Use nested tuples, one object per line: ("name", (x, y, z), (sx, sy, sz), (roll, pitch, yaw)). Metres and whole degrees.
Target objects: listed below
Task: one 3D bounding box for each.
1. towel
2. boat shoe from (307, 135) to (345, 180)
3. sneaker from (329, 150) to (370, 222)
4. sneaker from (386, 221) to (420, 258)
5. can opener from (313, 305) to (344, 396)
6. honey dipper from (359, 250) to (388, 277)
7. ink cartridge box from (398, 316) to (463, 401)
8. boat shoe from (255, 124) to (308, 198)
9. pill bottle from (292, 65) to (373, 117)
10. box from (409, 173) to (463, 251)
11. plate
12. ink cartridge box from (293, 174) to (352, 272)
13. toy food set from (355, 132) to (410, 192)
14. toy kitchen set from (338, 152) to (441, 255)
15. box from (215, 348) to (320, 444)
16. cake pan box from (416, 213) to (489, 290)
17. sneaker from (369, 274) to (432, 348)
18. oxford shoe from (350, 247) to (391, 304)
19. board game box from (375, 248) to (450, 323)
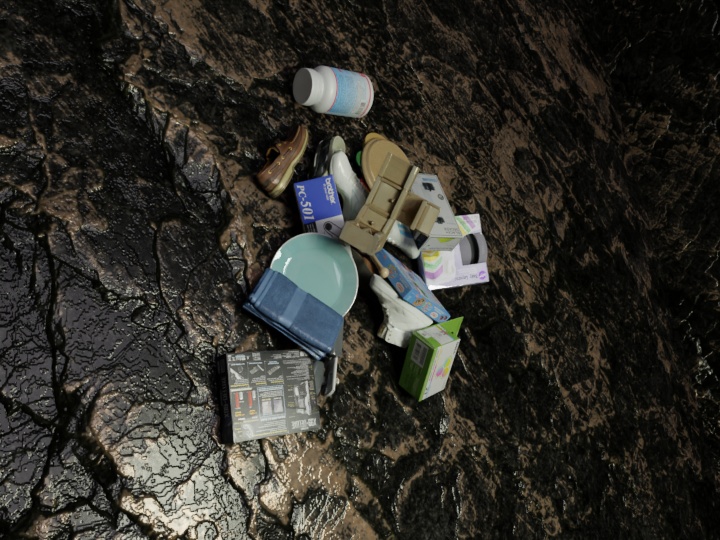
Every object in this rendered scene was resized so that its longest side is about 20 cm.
("towel", (-0.133, 0.086, 1.159), (0.197, 0.049, 0.113), (34, 47, -6))
("boat shoe", (-0.092, -0.221, 1.351), (0.072, 0.066, 0.205), (38, 62, -54))
("sneaker", (-0.014, -0.189, 1.348), (0.071, 0.079, 0.204), (-46, 128, -43))
("sneaker", (0.078, -0.099, 1.453), (0.081, 0.076, 0.201), (-47, 113, -17))
("can opener", (-0.070, 0.169, 1.219), (0.065, 0.052, 0.205), (25, 58, -31))
("honey dipper", (0.024, -0.036, 1.310), (0.038, 0.038, 0.201), (32, 13, -28))
("ink cartridge box", (0.196, 0.207, 1.376), (0.197, 0.075, 0.152), (-11, 124, -43))
("boat shoe", (-0.174, -0.259, 1.278), (0.067, 0.071, 0.204), (37, 55, -27))
("pill bottle", (-0.068, -0.447, 1.422), (0.197, 0.108, 0.112), (-6, 78, -44))
("box", (0.171, -0.149, 1.441), (0.114, 0.060, 0.204), (1, 57, -31))
("plate", (-0.101, 0.022, 1.224), (0.194, 0.026, 0.207), (2, 83, -13))
("ink cartridge box", (-0.084, -0.102, 1.272), (0.091, 0.044, 0.206), (-14, 90, -10))
("toy food set", (0.068, -0.257, 1.513), (0.199, 0.048, 0.201), (40, 51, -24))
("toy kitchen set", (0.080, -0.128, 1.222), (0.160, 0.204, 0.180), (27, 10, 6))
("box", (-0.175, 0.238, 1.099), (0.196, 0.049, 0.162), (3, 72, -41))
("cake pan box", (0.243, -0.048, 1.519), (0.194, 0.052, 0.190), (-6, 87, -16))
("sneaker", (0.069, 0.105, 1.322), (0.199, 0.116, 0.074), (40, 9, -26))
("oxford shoe", (0.000, 0.000, 1.354), (0.199, 0.071, 0.072), (43, 20, -19))
("board game box", (0.124, 0.039, 1.367), (0.199, 0.037, 0.152), (33, 17, -49))
